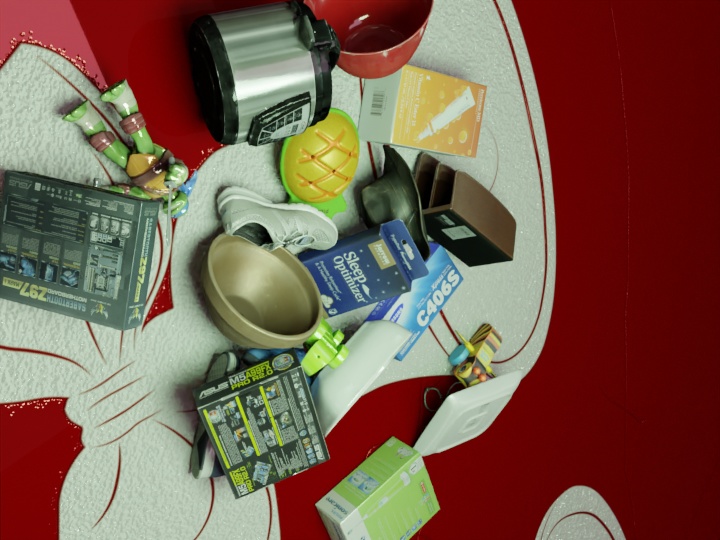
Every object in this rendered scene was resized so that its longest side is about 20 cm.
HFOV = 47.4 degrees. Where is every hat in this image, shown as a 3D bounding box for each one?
[{"bbox_3d":[0.043,-0.097,1.337,0.079,0.201,0.205,-20,115,-8],"label":"hat"}]

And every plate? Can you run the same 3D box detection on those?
[{"bbox_3d":[0.207,0.279,1.562,0.196,0.033,0.202,-12,143,-35],"label":"plate"}]

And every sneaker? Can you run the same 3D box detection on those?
[{"bbox_3d":[-0.122,0.141,1.283,0.079,0.065,0.200,-55,154,-6],"label":"sneaker"},{"bbox_3d":[-0.125,-0.056,1.239,0.196,0.075,0.084,13,51,-26],"label":"sneaker"},{"bbox_3d":[-0.176,0.226,1.277,0.143,0.077,0.207,7,106,-27],"label":"sneaker"}]

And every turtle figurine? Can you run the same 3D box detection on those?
[{"bbox_3d":[-0.300,-0.127,1.058,0.200,0.142,0.196,-47,118,-33],"label":"turtle figurine"}]

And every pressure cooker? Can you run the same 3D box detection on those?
[{"bbox_3d":[-0.122,-0.276,1.126,0.196,0.176,0.182,-17,124,-21],"label":"pressure cooker"}]

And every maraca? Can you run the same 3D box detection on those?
[{"bbox_3d":[-0.064,-0.155,1.270,0.134,0.107,0.204,-8,124,-24],"label":"maraca"}]

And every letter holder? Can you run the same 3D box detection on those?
[{"bbox_3d":[0.188,-0.118,1.455,0.199,0.099,0.145,33,60,-40],"label":"letter holder"}]

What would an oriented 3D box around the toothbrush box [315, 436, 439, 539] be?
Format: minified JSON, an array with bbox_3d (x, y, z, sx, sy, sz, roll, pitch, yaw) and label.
[{"bbox_3d":[0.035,0.431,1.497,0.199,0.085,0.148,-37,121,-26],"label":"toothbrush box"}]

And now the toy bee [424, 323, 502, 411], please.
[{"bbox_3d":[0.220,0.186,1.558,0.129,0.108,0.204,27,72,-20],"label":"toy bee"}]

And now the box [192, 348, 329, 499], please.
[{"bbox_3d":[-0.141,0.228,1.203,0.157,0.044,0.203,-21,127,-9],"label":"box"}]

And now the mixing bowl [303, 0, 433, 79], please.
[{"bbox_3d":[0.017,-0.368,1.246,0.201,0.198,0.109,-49,156,-17],"label":"mixing bowl"}]

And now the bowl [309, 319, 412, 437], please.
[{"bbox_3d":[-0.013,0.168,1.352,0.074,0.200,0.200,41,66,5],"label":"bowl"}]

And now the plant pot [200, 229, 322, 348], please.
[{"bbox_3d":[-0.159,0.046,1.219,0.198,0.204,0.093,11,134,-39],"label":"plant pot"}]

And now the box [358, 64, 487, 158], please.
[{"bbox_3d":[0.105,-0.266,1.377,0.197,0.097,0.128,2,100,-39],"label":"box"}]

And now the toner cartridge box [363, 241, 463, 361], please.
[{"bbox_3d":[0.098,0.054,1.483,0.201,0.043,0.095,-51,124,-17],"label":"toner cartridge box"}]

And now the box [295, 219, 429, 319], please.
[{"bbox_3d":[0.000,0.000,1.313,0.122,0.196,0.033,58,24,-30],"label":"box"}]

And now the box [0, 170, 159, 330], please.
[{"bbox_3d":[-0.355,-0.026,1.016,0.051,0.195,0.162,-13,114,-75],"label":"box"}]

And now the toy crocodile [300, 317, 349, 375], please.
[{"bbox_3d":[-0.065,0.112,1.281,0.062,0.200,0.068,-44,104,5],"label":"toy crocodile"}]
